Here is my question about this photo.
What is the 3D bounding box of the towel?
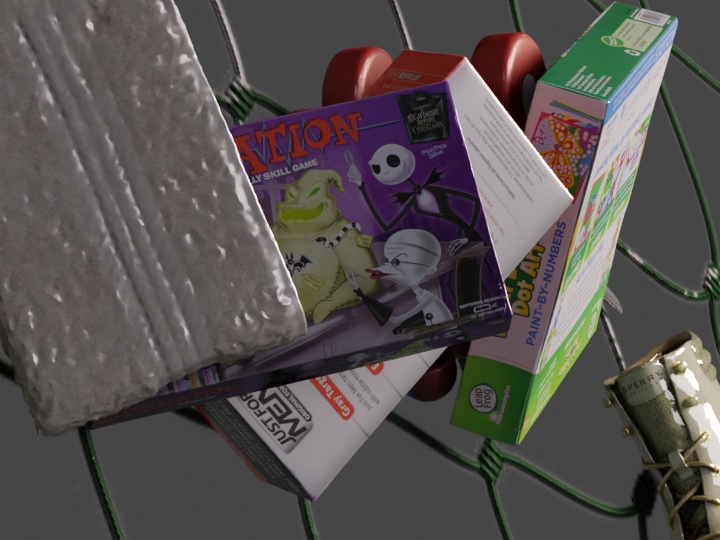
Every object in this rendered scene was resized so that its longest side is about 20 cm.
[{"bbox_3d":[-0.119,-0.040,1.270,0.034,0.132,0.201,148,-80,-80],"label":"towel"}]

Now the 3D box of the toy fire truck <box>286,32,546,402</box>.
[{"bbox_3d":[0.039,-0.026,1.542,0.200,0.111,0.169,-54,135,-56],"label":"toy fire truck"}]

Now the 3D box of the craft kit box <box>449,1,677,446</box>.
[{"bbox_3d":[0.113,-0.030,1.575,0.200,0.048,0.199,-45,148,-67],"label":"craft kit box"}]

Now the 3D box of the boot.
[{"bbox_3d":[0.194,0.128,1.709,0.155,0.072,0.200,63,24,-7],"label":"boot"}]

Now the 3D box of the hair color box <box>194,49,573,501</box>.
[{"bbox_3d":[0.000,0.000,1.381,0.200,0.061,0.102,-48,118,-17],"label":"hair color box"}]

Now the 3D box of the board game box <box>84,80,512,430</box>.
[{"bbox_3d":[-0.041,-0.008,1.313,0.032,0.199,0.121,92,-17,-67],"label":"board game box"}]

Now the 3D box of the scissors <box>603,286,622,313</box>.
[{"bbox_3d":[0.098,-0.033,1.728,0.200,0.014,0.073,56,28,-20],"label":"scissors"}]
